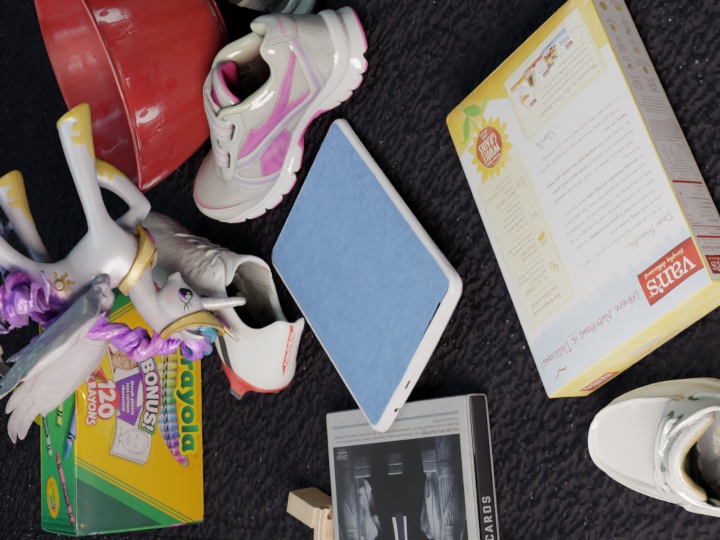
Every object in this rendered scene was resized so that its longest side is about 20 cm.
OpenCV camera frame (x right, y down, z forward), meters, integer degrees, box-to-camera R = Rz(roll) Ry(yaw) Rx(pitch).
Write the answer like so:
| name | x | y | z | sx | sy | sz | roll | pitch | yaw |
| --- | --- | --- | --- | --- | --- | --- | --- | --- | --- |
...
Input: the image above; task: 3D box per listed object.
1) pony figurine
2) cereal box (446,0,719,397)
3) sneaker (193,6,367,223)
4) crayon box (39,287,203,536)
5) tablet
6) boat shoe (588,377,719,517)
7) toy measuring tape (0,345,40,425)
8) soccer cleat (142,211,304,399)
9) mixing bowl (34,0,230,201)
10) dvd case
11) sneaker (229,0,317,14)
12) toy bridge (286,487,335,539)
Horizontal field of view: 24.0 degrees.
| name | x | y | z | sx | sy | sz | roll | pitch | yaw |
| --- | --- | --- | --- | --- | --- | --- | --- | --- | --- |
| pony figurine | -0.205 | 0.013 | 1.203 | 0.201 | 0.192 | 0.167 | 53 | 169 | 5 |
| cereal box | 0.134 | -0.044 | 1.007 | 0.144 | 0.039 | 0.202 | -40 | 60 | 42 |
| sneaker | -0.080 | -0.117 | 1.221 | 0.201 | 0.088 | 0.082 | -55 | 42 | 34 |
| crayon box | -0.188 | 0.101 | 1.331 | 0.058 | 0.118 | 0.202 | -5 | 86 | 50 |
| tablet | 0.000 | 0.000 | 1.173 | 0.131 | 0.014 | 0.200 | -63 | 39 | 27 |
| boat shoe | 0.189 | 0.096 | 0.913 | 0.199 | 0.069 | 0.072 | -1 | 90 | 51 |
| toy measuring tape | -0.278 | 0.086 | 1.480 | 0.200 | 0.073 | 0.074 | 33 | 114 | 45 |
| soccer cleat | -0.107 | 0.008 | 1.274 | 0.200 | 0.068 | 0.086 | 50 | 131 | 33 |
| mixing bowl | -0.162 | -0.164 | 1.289 | 0.201 | 0.108 | 0.201 | 55 | 159 | 34 |
| dvd case | 0.036 | 0.189 | 1.132 | 0.150 | 0.025 | 0.202 | -13 | 78 | 50 |
| sneaker | -0.102 | -0.265 | 1.259 | 0.074 | 0.087 | 0.201 | -53 | 51 | 35 |
| toy bridge | -0.040 | 0.263 | 1.219 | 0.067 | 0.027 | 0.202 | 24 | 108 | 47 |
